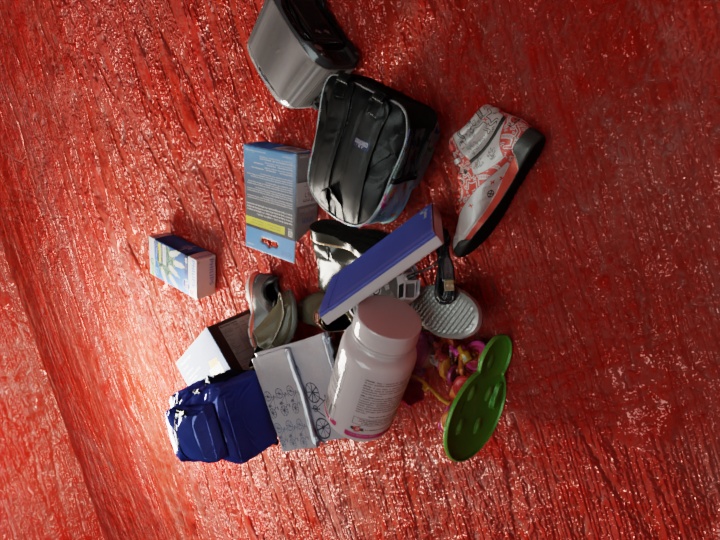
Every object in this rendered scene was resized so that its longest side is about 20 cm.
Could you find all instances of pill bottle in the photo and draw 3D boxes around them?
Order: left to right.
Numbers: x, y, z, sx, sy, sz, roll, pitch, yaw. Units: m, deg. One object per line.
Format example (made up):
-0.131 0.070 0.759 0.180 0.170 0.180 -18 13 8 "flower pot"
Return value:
0.018 0.144 0.771 0.113 0.113 0.202 35 128 27 "pill bottle"

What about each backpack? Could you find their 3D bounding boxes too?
-0.285 0.281 1.004 0.199 0.167 0.165 -12 89 43 "backpack"
0.013 -0.172 0.784 0.177 0.150 0.202 35 117 30 "backpack"

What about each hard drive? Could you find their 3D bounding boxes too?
0.030 -0.012 0.758 0.199 0.132 0.025 -36 105 19 "hard drive"

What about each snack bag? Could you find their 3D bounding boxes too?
-0.100 0.219 0.919 0.199 0.021 0.191 -20 86 37 "snack bag"

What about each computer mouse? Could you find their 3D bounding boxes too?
0.062 0.020 0.798 0.199 0.044 0.111 -23 67 36 "computer mouse"

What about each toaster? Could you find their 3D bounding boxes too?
-0.103 -0.361 0.848 0.129 0.113 0.201 -40 79 43 "toaster"

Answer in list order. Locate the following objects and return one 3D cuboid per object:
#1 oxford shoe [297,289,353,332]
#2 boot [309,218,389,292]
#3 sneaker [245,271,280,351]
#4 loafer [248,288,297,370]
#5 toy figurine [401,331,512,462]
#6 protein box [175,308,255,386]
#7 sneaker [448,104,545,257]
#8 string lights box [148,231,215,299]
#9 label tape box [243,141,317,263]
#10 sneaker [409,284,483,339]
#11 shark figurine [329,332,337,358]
-0.065 0.079 0.985 0.198 0.074 0.071 -7 102 42 "oxford shoe"
0.000 0.000 0.920 0.199 0.077 0.140 25 131 35 "boot"
-0.186 0.102 1.101 0.081 0.077 0.203 -3 103 34 "sneaker"
-0.176 0.129 1.046 0.075 0.069 0.202 -126 51 -62 "loafer"
0.122 0.164 0.835 0.183 0.149 0.202 23 97 44 "toy figurine"
-0.281 0.231 1.181 0.198 0.134 0.201 -42 77 40 "protein box"
0.159 -0.126 0.732 0.108 0.067 0.203 42 124 24 "sneaker"
-0.436 -0.015 1.285 0.198 0.059 0.104 22 116 34 "string lights box"
-0.152 -0.133 0.998 0.143 0.063 0.203 19 116 34 "label tape box"
0.119 0.060 0.811 0.199 0.079 0.080 7 88 49 "sneaker"
-0.080 0.155 1.041 0.214 0.126 0.091 139 137 -65 "shark figurine"
